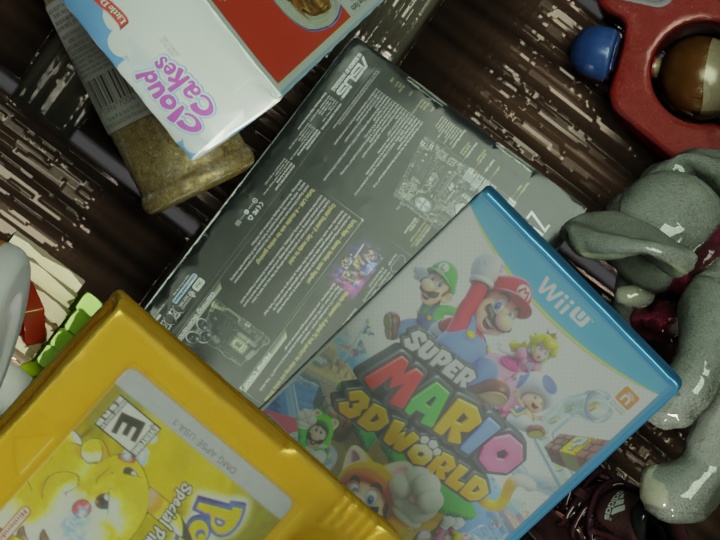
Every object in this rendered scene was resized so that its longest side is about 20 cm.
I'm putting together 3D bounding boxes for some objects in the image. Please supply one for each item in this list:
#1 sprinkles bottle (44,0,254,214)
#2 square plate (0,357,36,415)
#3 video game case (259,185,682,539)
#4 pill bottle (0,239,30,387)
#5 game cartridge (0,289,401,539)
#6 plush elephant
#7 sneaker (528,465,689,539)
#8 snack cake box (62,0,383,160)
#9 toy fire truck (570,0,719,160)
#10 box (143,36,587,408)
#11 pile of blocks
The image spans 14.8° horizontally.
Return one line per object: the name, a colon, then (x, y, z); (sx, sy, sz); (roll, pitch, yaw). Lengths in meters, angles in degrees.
sprinkles bottle: (-0.129, -0.132, 1.488); (0.068, 0.068, 0.200); (-27, 93, -18)
square plate: (-0.191, 0.113, 1.462); (0.200, 0.028, 0.198); (42, 73, -9)
video game case: (0.046, 0.075, 1.433); (0.143, 0.018, 0.200); (45, 106, 0)
pill bottle: (-0.271, 0.013, 1.356); (0.200, 0.112, 0.112); (17, 79, 2)
game cartridge: (-0.107, 0.138, 1.401); (0.200, 0.032, 0.176); (42, 91, -17)
plush elephant: (0.181, 0.015, 1.491); (0.155, 0.200, 0.165); (34, 32, 28)
sneaker: (0.117, 0.112, 1.514); (0.200, 0.116, 0.076); (46, 73, -9)
snack cake box: (-0.065, -0.149, 1.450); (0.115, 0.067, 0.200); (53, 28, -7)
toy fire truck: (0.213, -0.144, 1.590); (0.168, 0.112, 0.200); (14, 80, 11)
box: (0.000, 0.000, 1.499); (0.160, 0.044, 0.200); (36, 81, 2)
pile of blocks: (-0.136, 0.070, 1.437); (0.082, 0.062, 0.200); (-30, 94, -18)
